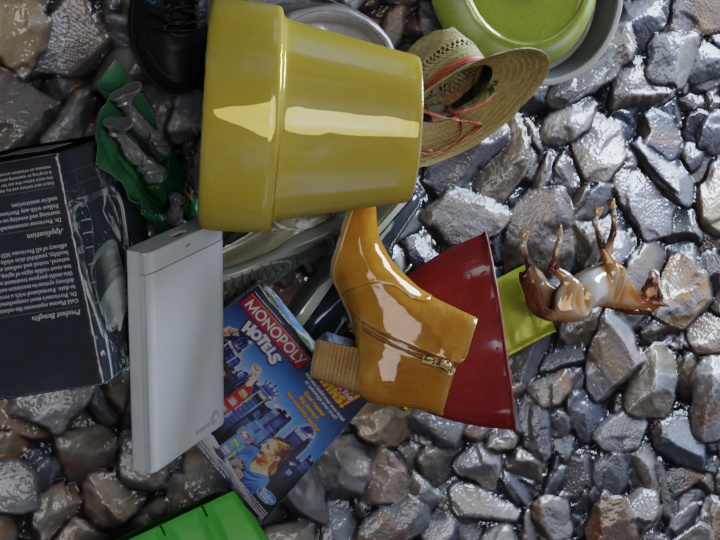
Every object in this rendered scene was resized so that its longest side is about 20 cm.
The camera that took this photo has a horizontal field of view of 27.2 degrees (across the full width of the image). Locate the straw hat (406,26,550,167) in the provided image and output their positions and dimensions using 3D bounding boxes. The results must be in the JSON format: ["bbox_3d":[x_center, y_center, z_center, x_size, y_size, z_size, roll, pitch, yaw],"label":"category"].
[{"bbox_3d":[0.085,-0.192,1.489,0.200,0.201,0.086,-21,70,-19],"label":"straw hat"}]

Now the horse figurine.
[{"bbox_3d":[0.240,0.005,1.607,0.199,0.050,0.134,-20,103,-32],"label":"horse figurine"}]

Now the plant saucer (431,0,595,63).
[{"bbox_3d":[0.165,-0.305,1.524,0.198,0.031,0.202,-2,96,-23],"label":"plant saucer"}]

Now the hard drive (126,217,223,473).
[{"bbox_3d":[-0.163,0.064,1.333,0.132,0.026,0.202,-32,127,-61],"label":"hard drive"}]

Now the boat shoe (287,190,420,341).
[{"bbox_3d":[0.000,0.000,1.502,0.062,0.075,0.201,40,81,-18],"label":"boat shoe"}]

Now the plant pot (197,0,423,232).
[{"bbox_3d":[-0.045,-0.131,1.305,0.187,0.201,0.203,3,94,-5],"label":"plant pot"}]

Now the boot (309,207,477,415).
[{"bbox_3d":[0.040,0.025,1.383,0.143,0.071,0.203,11,89,4],"label":"boot"}]

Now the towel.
[{"bbox_3d":[0.114,0.070,1.586,0.199,0.018,0.087,-26,105,-18],"label":"towel"}]

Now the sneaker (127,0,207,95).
[{"bbox_3d":[-0.178,-0.266,1.401,0.073,0.082,0.202,-7,99,-23],"label":"sneaker"}]

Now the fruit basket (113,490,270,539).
[{"bbox_3d":[-0.158,0.335,1.423,0.213,0.155,0.218,3,80,-16],"label":"fruit basket"}]

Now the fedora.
[{"bbox_3d":[-0.041,-0.200,1.437,0.199,0.090,0.178,26,68,-25],"label":"fedora"}]

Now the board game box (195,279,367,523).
[{"bbox_3d":[-0.079,0.109,1.452,0.199,0.062,0.201,-36,108,6],"label":"board game box"}]

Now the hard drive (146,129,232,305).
[{"bbox_3d":[-0.121,-0.067,1.469,0.139,0.033,0.201,35,82,-21],"label":"hard drive"}]

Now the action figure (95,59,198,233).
[{"bbox_3d":[-0.179,-0.085,1.363,0.200,0.054,0.119,60,31,-51],"label":"action figure"}]

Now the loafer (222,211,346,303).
[{"bbox_3d":[-0.087,-0.032,1.440,0.199,0.075,0.070,-25,73,-18],"label":"loafer"}]

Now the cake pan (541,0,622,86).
[{"bbox_3d":[0.184,-0.296,1.569,0.198,0.037,0.202,-2,96,-22],"label":"cake pan"}]

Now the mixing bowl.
[{"bbox_3d":[0.089,0.069,1.485,0.107,0.200,0.202,-9,99,4],"label":"mixing bowl"}]

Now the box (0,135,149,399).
[{"bbox_3d":[-0.268,-0.010,1.311,0.123,0.200,0.199,-7,100,10],"label":"box"}]
